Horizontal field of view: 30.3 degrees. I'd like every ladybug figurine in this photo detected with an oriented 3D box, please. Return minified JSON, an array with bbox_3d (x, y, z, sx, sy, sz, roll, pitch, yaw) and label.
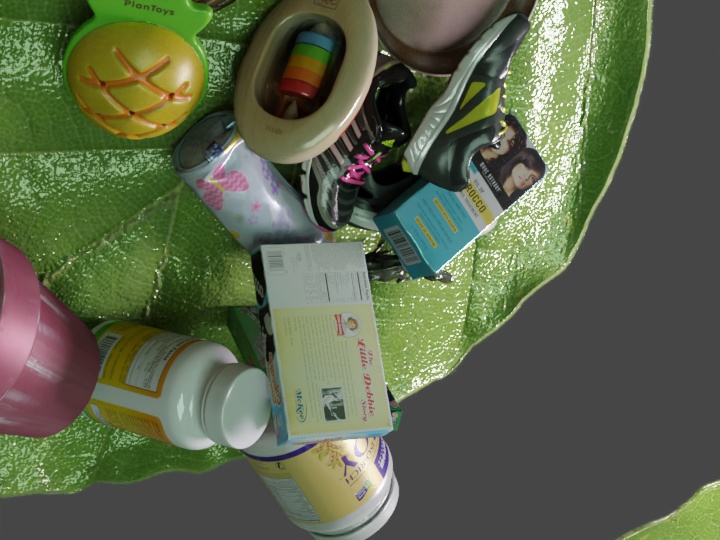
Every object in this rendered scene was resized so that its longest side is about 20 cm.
[{"bbox_3d":[-0.048,-0.192,1.314,0.201,0.135,0.072,-66,159,-11],"label":"ladybug figurine"}]

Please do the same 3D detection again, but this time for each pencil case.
[{"bbox_3d":[-0.108,-0.074,1.382,0.091,0.083,0.200,-43,126,-6],"label":"pencil case"}]

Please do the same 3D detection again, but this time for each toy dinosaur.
[{"bbox_3d":[0.000,0.000,1.466,0.198,0.088,0.048,-7,97,-3],"label":"toy dinosaur"}]

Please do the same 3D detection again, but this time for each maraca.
[{"bbox_3d":[-0.205,-0.198,1.235,0.136,0.108,0.200,5,144,-15],"label":"maraca"}]

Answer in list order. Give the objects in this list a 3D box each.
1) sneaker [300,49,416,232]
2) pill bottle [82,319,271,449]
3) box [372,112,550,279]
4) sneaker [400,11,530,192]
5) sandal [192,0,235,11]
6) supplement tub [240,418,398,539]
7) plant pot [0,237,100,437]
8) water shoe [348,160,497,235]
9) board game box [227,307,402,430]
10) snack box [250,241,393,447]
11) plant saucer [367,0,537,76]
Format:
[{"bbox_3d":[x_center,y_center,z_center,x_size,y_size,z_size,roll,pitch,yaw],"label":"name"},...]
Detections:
[{"bbox_3d":[0.003,-0.132,1.365,0.074,0.087,0.201,10,99,-55],"label":"sneaker"},{"bbox_3d":[-0.192,0.121,1.371,0.111,0.199,0.112,-22,117,-53],"label":"pill bottle"},{"bbox_3d":[0.111,-0.081,1.432,0.200,0.049,0.083,-41,102,-28],"label":"box"},{"bbox_3d":[0.123,-0.171,1.372,0.084,0.074,0.201,34,97,0],"label":"sneaker"},{"bbox_3d":[-0.101,-0.311,1.261,0.200,0.080,0.054,-44,92,1],"label":"sandal"},{"bbox_3d":[-0.049,0.207,1.529,0.145,0.146,0.201,-32,126,-4],"label":"supplement tub"},{"bbox_3d":[-0.360,0.077,1.303,0.200,0.200,0.179,-46,141,6],"label":"plant pot"},{"bbox_3d":[0.070,-0.082,1.464,0.199,0.071,0.080,1,109,-27],"label":"water shoe"},{"bbox_3d":[-0.053,0.103,1.434,0.134,0.200,0.029,0,121,-23],"label":"board game box"},{"bbox_3d":[-0.040,0.072,1.343,0.115,0.202,0.037,-2,163,-25],"label":"snack box"},{"bbox_3d":[0.093,-0.300,1.373,0.199,0.035,0.202,-11,121,-19],"label":"plant saucer"}]
